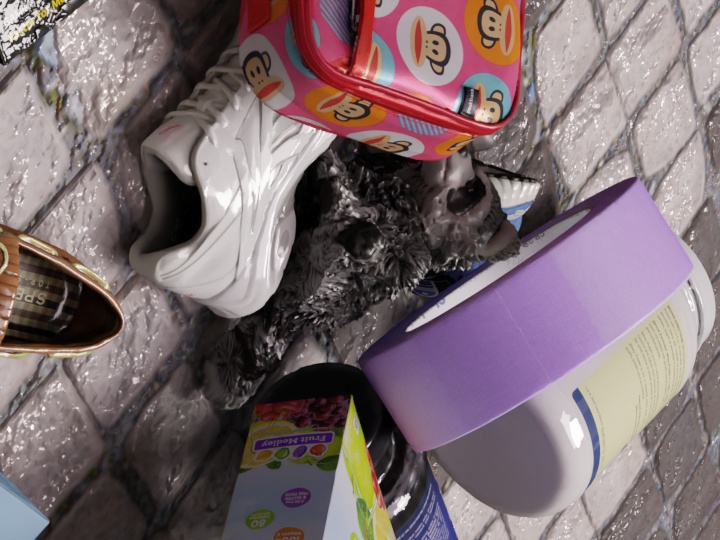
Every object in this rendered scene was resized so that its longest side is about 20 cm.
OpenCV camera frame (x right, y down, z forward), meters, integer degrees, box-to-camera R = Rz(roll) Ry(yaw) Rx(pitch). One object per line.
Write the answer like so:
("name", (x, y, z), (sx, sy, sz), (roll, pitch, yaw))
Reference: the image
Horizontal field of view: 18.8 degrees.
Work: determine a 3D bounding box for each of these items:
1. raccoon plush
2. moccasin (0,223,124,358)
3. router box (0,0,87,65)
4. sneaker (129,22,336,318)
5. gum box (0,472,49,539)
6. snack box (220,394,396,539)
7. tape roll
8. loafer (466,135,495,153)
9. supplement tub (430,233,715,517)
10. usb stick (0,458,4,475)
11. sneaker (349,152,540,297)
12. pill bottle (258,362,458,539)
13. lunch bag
("raccoon plush", (0.000, 0.000, 1.283), (0.133, 0.097, 0.200), (8, 140, -35))
("moccasin", (-0.191, 0.010, 1.059), (0.201, 0.077, 0.074), (26, 86, -57))
("router box", (-0.137, -0.216, 1.034), (0.200, 0.051, 0.150), (-45, 139, -32))
("sneaker", (-0.071, -0.076, 1.192), (0.099, 0.078, 0.202), (14, 91, -46))
("gum box", (-0.262, 0.136, 1.027), (0.170, 0.044, 0.200), (-49, 143, -7))
("snack box", (-0.026, 0.198, 1.213), (0.201, 0.067, 0.170), (-77, 155, -52))
("tape roll", (0.097, 0.025, 1.287), (0.200, 0.200, 0.066), (-35, 93, -41))
("loafer", (0.056, -0.167, 1.289), (0.070, 0.069, 0.202), (17, 76, -83))
("supplement tub", (0.145, 0.060, 1.513), (0.200, 0.144, 0.146), (-40, 137, -37))
("usb stick", (-0.206, 0.174, 1.172), (0.055, 0.033, 0.201), (-28, 131, -32))
("sneaker", (0.047, -0.024, 1.387), (0.199, 0.078, 0.090), (0, 105, -56))
("pill bottle", (-0.003, 0.153, 1.381), (0.112, 0.111, 0.201), (-50, 143, -26))
("lunch bag", (0.003, -0.171, 1.168), (0.175, 0.082, 0.202), (15, 67, -33))
